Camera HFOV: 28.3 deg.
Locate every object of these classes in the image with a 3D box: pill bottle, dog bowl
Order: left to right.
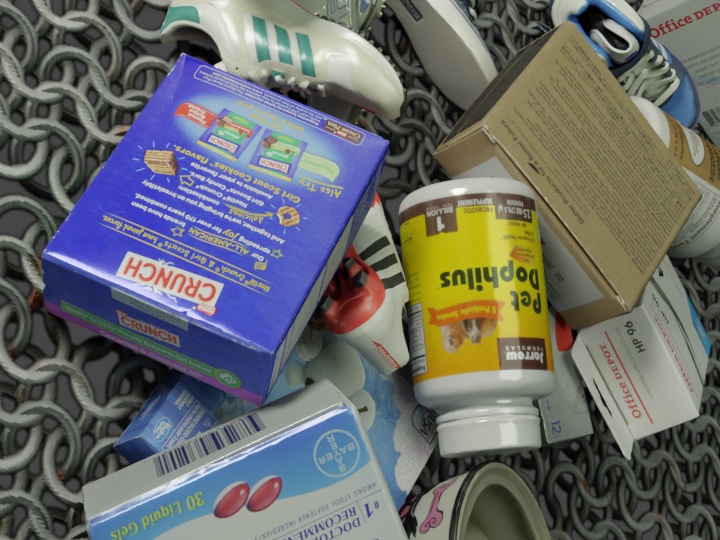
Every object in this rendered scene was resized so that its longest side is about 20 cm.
[{"bbox_3d":[0.085,0.250,1.083,0.200,0.073,0.202,34,50,-52],"label":"dog bowl"},{"bbox_3d":[0.090,0.038,1.090,0.108,0.109,0.202,4,76,-40],"label":"pill bottle"},{"bbox_3d":[0.303,-0.077,1.381,0.199,0.114,0.115,26,61,-34],"label":"pill bottle"}]

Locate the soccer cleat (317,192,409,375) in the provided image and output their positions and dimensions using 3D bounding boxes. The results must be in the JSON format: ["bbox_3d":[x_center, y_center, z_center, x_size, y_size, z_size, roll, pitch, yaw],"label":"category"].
[{"bbox_3d":[0.000,0.000,1.084,0.085,0.068,0.201,53,14,-29],"label":"soccer cleat"}]

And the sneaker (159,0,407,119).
[{"bbox_3d":[-0.061,-0.154,1.074,0.199,0.070,0.094,35,78,7],"label":"sneaker"}]

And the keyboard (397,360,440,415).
[{"bbox_3d":[0.006,0.132,1.128,0.200,0.011,0.057,-35,106,-42],"label":"keyboard"}]

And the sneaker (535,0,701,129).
[{"bbox_3d":[0.252,-0.192,1.347,0.200,0.080,0.147,47,14,-9],"label":"sneaker"}]

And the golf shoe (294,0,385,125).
[{"bbox_3d":[-0.037,-0.175,1.152,0.096,0.078,0.202,14,65,-14],"label":"golf shoe"}]

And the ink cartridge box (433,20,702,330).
[{"bbox_3d":[0.178,-0.080,1.202,0.200,0.075,0.165,51,53,-12],"label":"ink cartridge box"}]

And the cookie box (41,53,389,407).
[{"bbox_3d":[-0.097,-0.032,0.983,0.170,0.076,0.201,23,55,8],"label":"cookie box"}]

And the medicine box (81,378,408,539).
[{"bbox_3d":[-0.058,0.201,0.921,0.181,0.103,0.202,-23,99,-9],"label":"medicine box"}]

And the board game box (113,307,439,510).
[{"bbox_3d":[-0.050,0.120,1.044,0.199,0.043,0.201,47,50,-16],"label":"board game box"}]

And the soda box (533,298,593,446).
[{"bbox_3d":[0.136,0.051,1.226,0.063,0.068,0.202,-5,80,-42],"label":"soda box"}]

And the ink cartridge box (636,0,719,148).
[{"bbox_3d":[0.412,-0.247,1.507,0.200,0.145,0.145,49,51,-20],"label":"ink cartridge box"}]

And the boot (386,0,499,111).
[{"bbox_3d":[0.079,-0.239,1.254,0.090,0.072,0.201,-44,107,-31],"label":"boot"}]

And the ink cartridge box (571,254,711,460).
[{"bbox_3d":[0.254,0.069,1.278,0.117,0.067,0.200,60,25,-11],"label":"ink cartridge box"}]
